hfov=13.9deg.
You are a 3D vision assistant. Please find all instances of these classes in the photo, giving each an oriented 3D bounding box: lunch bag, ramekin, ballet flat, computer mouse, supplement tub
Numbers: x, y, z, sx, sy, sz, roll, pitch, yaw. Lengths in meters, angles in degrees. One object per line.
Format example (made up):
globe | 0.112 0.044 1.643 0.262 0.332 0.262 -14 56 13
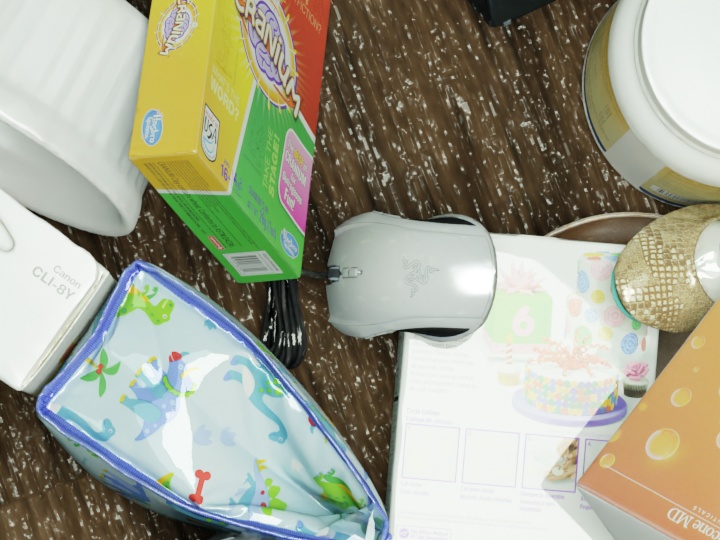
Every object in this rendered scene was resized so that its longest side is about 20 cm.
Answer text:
lunch bag | -0.073 0.100 1.645 0.200 0.170 0.128 33 85 0
ramekin | -0.192 -0.111 1.647 0.200 0.200 0.098 29 78 0
ballet flat | 0.225 -0.011 1.665 0.199 0.065 0.071 -15 91 -43
computer mouse | 0.000 0.000 1.653 0.044 0.200 0.110 7 84 -37
supplement tub | 0.204 -0.113 1.656 0.144 0.200 0.145 0 86 -2

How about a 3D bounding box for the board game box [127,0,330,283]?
board game box | -0.069 -0.116 1.639 0.040 0.153 0.201 -4 63 21

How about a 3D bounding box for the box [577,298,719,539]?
box | 0.233 0.084 1.566 0.124 0.098 0.200 27 73 43

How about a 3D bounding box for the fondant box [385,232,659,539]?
fondant box | 0.091 0.082 1.677 0.143 0.058 0.201 5 87 -2

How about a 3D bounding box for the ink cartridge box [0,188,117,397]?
ink cartridge box | -0.214 -0.002 1.632 0.145 0.200 0.084 35 85 1

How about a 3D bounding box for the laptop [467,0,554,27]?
laptop | 0.129 -0.220 1.651 0.177 0.200 0.104 -25 119 -4

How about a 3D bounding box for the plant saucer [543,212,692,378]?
plant saucer | 0.157 0.067 1.725 0.199 0.034 0.201 0 87 -1
